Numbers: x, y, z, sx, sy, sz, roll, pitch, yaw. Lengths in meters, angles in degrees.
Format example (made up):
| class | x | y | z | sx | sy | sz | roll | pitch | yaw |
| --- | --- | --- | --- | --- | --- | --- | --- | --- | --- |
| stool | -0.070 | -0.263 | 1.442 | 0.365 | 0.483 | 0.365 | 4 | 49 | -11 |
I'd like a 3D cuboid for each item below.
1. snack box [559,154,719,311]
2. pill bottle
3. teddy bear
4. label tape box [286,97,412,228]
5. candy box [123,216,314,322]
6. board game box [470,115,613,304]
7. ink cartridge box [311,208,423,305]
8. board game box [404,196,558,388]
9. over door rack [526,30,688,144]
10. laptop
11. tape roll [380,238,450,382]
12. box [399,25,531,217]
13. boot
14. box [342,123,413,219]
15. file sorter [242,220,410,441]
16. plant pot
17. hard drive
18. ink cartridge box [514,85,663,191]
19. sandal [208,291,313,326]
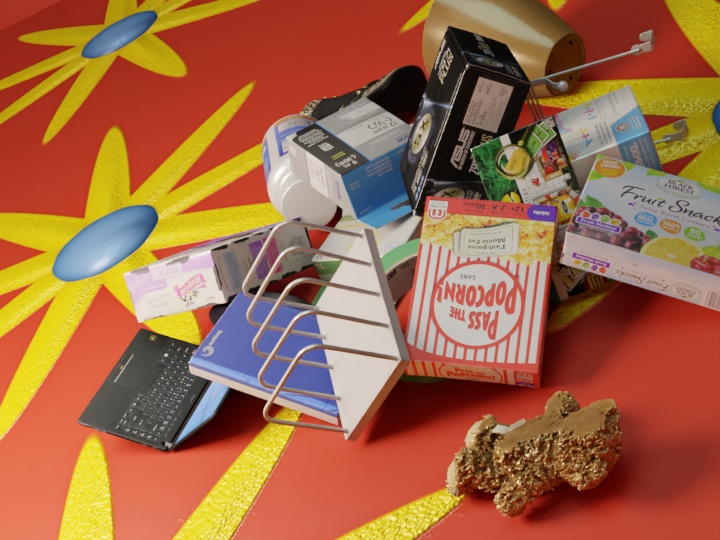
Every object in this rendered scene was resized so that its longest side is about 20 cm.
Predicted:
| class | x | y | z | sx | sy | sz | roll | pitch | yaw |
| --- | --- | --- | --- | --- | --- | --- | --- | --- | --- |
| snack box | 0.331 | -0.041 | 1.421 | 0.198 | 0.053 | 0.143 | 17 | 45 | 13 |
| pill bottle | -0.084 | -0.140 | 1.930 | 0.111 | 0.113 | 0.201 | -24 | 31 | 6 |
| teddy bear | 0.173 | 0.182 | 1.296 | 0.198 | 0.067 | 0.145 | -21 | 21 | 24 |
| label tape box | 0.013 | -0.147 | 1.778 | 0.142 | 0.067 | 0.200 | -28 | 41 | -24 |
| candy box | -0.185 | -0.002 | 1.750 | 0.166 | 0.072 | 0.199 | -12 | 7 | 37 |
| board game box | 0.208 | -0.064 | 1.509 | 0.104 | 0.202 | 0.023 | -21 | -1 | 15 |
| ink cartridge box | 0.000 | 0.000 | 1.715 | 0.144 | 0.048 | 0.201 | -4 | 36 | 36 |
| board game box | 0.134 | 0.022 | 1.451 | 0.150 | 0.046 | 0.202 | 4 | 66 | 12 |
| over door rack | 0.302 | -0.196 | 1.664 | 0.198 | 0.149 | 0.067 | -20 | 29 | 14 |
| laptop | -0.231 | 0.125 | 1.646 | 0.198 | 0.104 | 0.178 | 15 | 44 | 14 |
| tape roll | 0.088 | 0.041 | 1.543 | 0.198 | 0.048 | 0.202 | -11 | 41 | 10 |
| box | 0.125 | -0.178 | 1.635 | 0.085 | 0.202 | 0.164 | 14 | 24 | -12 |
| boot | 0.002 | -0.259 | 2.070 | 0.150 | 0.074 | 0.200 | -5 | 27 | 43 |
| box | 0.052 | -0.139 | 1.887 | 0.154 | 0.041 | 0.201 | -19 | 33 | 13 |
| file sorter | -0.047 | 0.060 | 1.464 | 0.139 | 0.123 | 0.201 | -57 | 33 | 36 |
| plant pot | 0.223 | -0.327 | 1.922 | 0.186 | 0.187 | 0.199 | -41 | 45 | -22 |
| hard drive | -0.087 | 0.101 | 1.575 | 0.198 | 0.026 | 0.132 | 17 | 48 | 20 |
| ink cartridge box | 0.261 | -0.110 | 1.590 | 0.198 | 0.126 | 0.129 | -21 | 31 | 11 |
| sandal | -0.120 | 0.052 | 1.697 | 0.199 | 0.077 | 0.043 | 2 | 40 | 43 |
